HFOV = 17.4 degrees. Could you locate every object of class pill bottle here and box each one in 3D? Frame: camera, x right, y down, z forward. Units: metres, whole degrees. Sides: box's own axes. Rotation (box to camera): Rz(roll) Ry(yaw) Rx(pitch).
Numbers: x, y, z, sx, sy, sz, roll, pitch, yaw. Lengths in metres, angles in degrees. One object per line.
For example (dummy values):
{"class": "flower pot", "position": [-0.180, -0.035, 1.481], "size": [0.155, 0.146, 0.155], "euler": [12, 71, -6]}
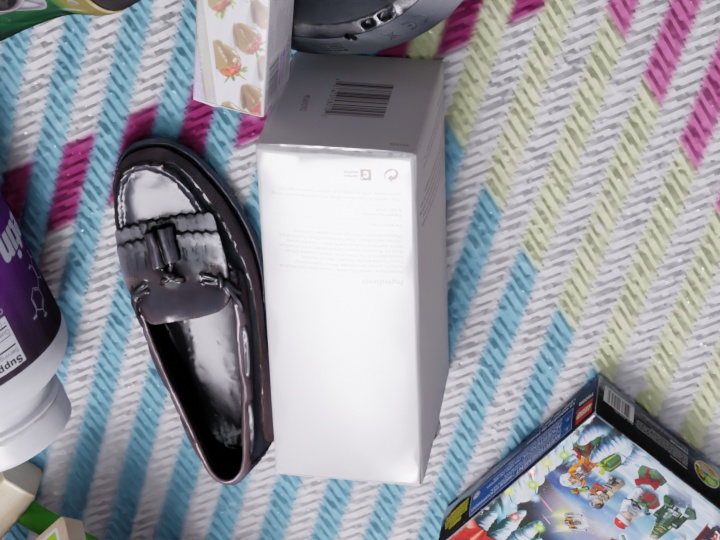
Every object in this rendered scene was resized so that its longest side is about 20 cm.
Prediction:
{"class": "pill bottle", "position": [-0.230, 0.009, 1.265], "size": [0.112, 0.112, 0.200], "euler": [-13, 119, 18]}

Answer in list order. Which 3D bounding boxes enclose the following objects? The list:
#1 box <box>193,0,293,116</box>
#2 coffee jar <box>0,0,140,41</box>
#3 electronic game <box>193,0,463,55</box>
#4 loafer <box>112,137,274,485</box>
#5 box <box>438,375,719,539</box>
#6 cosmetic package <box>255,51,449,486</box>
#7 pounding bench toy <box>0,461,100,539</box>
{"class": "box", "position": [-0.052, -0.166, 1.112], "size": [0.039, 0.041, 0.200], "euler": [15, 130, 11]}
{"class": "coffee jar", "position": [-0.177, -0.160, 1.143], "size": [0.200, 0.085, 0.104], "euler": [-14, 117, 33]}
{"class": "electronic game", "position": [-0.028, -0.193, 1.136], "size": [0.200, 0.042, 0.200], "euler": [11, 128, 14]}
{"class": "loafer", "position": [-0.086, 0.026, 1.277], "size": [0.072, 0.063, 0.200], "euler": [-9, 120, 15]}
{"class": "box", "position": [0.162, 0.166, 1.333], "size": [0.200, 0.040, 0.137], "euler": [37, 122, -13]}
{"class": "cosmetic package", "position": [0.000, 0.000, 1.220], "size": [0.085, 0.108, 0.200], "euler": [4, 121, 8]}
{"class": "pounding bench toy", "position": [-0.141, 0.208, 1.376], "size": [0.156, 0.200, 0.124], "euler": [17, 133, -39]}
